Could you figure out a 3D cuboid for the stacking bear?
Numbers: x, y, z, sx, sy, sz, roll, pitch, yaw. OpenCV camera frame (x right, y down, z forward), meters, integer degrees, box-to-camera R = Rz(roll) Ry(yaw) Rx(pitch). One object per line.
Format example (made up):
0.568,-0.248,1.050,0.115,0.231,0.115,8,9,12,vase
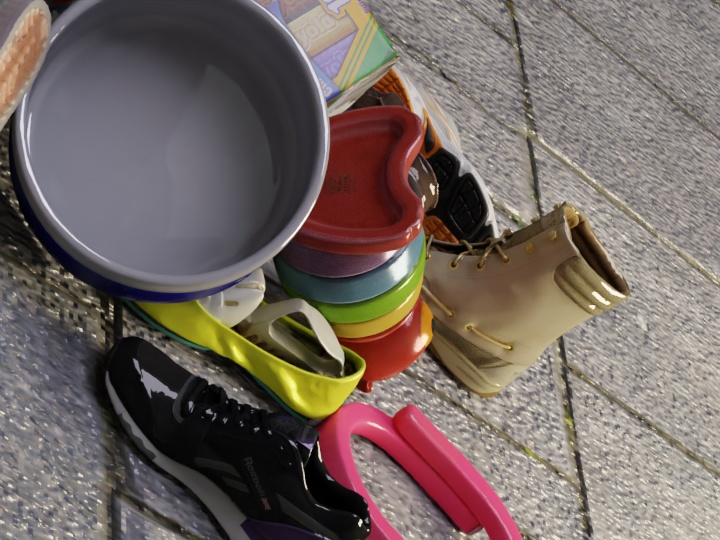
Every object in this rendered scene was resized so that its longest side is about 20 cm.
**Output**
0.000,0.000,1.794,0.200,0.113,0.122,77,11,-49,stacking bear

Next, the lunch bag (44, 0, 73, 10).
-0.254,-0.278,1.780,0.160,0.077,0.201,13,49,-52,lunch bag

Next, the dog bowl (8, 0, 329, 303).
-0.123,-0.082,1.647,0.201,0.200,0.079,56,-15,2,dog bowl

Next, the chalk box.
-0.099,-0.130,1.778,0.200,0.124,0.124,-33,88,-35,chalk box

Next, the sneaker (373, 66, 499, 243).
0.063,-0.084,2.078,0.201,0.076,0.092,62,24,10,sneaker

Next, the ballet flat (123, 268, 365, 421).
-0.074,0.031,1.736,0.200,0.067,0.067,37,34,-31,ballet flat

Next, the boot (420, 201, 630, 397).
0.089,-0.013,1.946,0.200,0.155,0.073,47,29,-14,boot

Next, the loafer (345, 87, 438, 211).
0.015,-0.104,1.936,0.200,0.071,0.073,-128,-155,-50,loafer

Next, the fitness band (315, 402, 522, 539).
0.043,0.174,1.804,0.200,0.037,0.144,46,31,-14,fitness band

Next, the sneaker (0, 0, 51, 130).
-0.260,-0.099,1.536,0.200,0.080,0.072,-59,155,-45,sneaker

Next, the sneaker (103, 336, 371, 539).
-0.072,0.105,1.636,0.200,0.087,0.076,48,29,-13,sneaker
